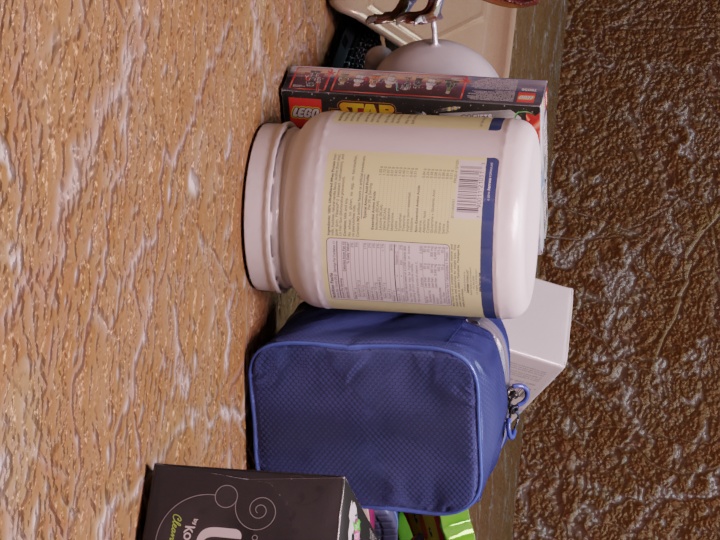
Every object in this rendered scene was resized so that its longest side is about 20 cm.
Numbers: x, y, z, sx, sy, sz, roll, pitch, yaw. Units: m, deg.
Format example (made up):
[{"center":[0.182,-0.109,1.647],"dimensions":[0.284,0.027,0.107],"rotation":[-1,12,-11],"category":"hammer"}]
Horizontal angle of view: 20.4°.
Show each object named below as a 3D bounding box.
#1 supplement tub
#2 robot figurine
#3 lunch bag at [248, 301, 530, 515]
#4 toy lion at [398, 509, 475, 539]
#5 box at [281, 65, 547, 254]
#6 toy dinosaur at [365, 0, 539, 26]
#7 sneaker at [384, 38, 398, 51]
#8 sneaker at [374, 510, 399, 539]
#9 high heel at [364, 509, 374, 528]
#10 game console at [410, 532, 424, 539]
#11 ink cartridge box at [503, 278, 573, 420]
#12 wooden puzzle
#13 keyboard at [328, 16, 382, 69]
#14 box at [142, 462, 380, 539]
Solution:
[{"center":[0.026,-0.041,1.447],"dimensions":[0.145,0.199,0.146],"rotation":[3,90,-80],"category":"supplement tub"},{"center":[0.053,-0.106,1.623],"dimensions":[0.113,0.170,0.200],"rotation":[-26,150,-31],"category":"robot figurine"},{"center":[0.026,0.093,1.491],"dimensions":[0.132,0.199,0.137],"rotation":[-55,147,-67],"category":"lunch bag"},{"center":[0.066,0.240,1.830],"dimensions":[0.200,0.068,0.193],"rotation":[-169,-116,-75],"category":"toy lion"},{"center":[0.043,-0.084,1.535],"dimensions":[0.040,0.199,0.137],"rotation":[-71,162,-51],"category":"box"},{"center":[0.019,-0.276,1.500],"dimensions":[0.105,0.199,0.183],"rotation":[-153,-125,-71],"category":"toy dinosaur"},{"center":[0.075,-0.218,1.826],"dimensions":[0.075,0.106,0.201],"rotation":[66,15,-75],"category":"sneaker"},{"center":[0.000,0.217,1.780],"dimensions":[0.200,0.073,0.083],"rotation":[89,6,-68],"category":"sneaker"},{"center":[-0.010,0.227,1.691],"dimensions":[0.096,0.067,0.201],"rotation":[-56,154,-53],"category":"high heel"},{"center":[0.025,0.349,1.695],"dimensions":[0.173,0.118,0.200],"rotation":[56,27,0],"category":"game console"},{"center":[0.087,0.074,1.817],"dimensions":[0.200,0.145,0.088],"rotation":[123,-20,-57],"category":"ink cartridge box"},{"center":[0.057,-0.264,1.749],"dimensions":[0.199,0.037,0.186],"rotation":[25,61,-36],"category":"wooden puzzle"},{"center":[0.002,-0.156,1.721],"dimensions":[0.200,0.039,0.104],"rotation":[-71,161,-47],"category":"keyboard"},{"center":[-0.062,0.217,1.258],"dimensions":[0.200,0.124,0.149],"rotation":[70,25,-70],"category":"box"}]
